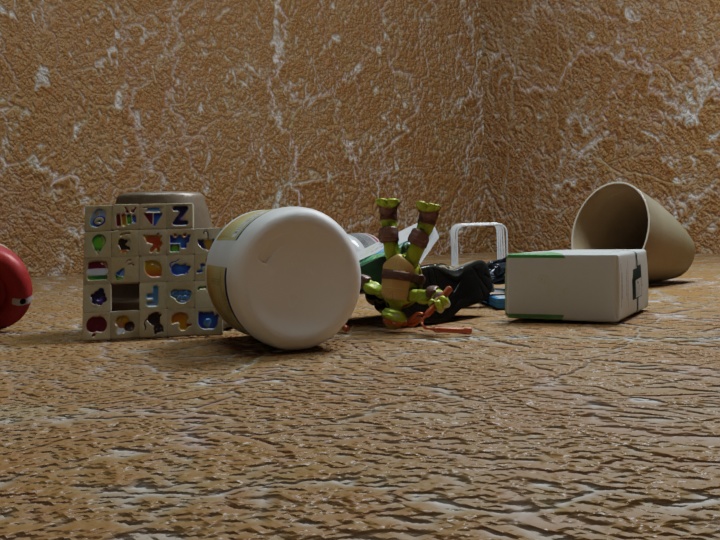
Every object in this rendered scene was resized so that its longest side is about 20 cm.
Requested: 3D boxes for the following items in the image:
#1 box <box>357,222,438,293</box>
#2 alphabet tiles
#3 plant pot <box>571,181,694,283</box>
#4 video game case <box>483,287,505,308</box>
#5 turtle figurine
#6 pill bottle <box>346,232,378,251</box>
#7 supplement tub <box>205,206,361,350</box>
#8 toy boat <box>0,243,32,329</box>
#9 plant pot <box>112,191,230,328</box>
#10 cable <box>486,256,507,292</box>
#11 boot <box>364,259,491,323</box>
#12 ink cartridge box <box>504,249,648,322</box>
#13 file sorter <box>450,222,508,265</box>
[{"bbox_3d":[0.000,0.000,1.228,0.198,0.037,0.144,-27,7,20],"label":"box"},{"bbox_3d":[-0.233,-0.002,1.124,0.196,0.170,0.008,-2,-18,-7],"label":"alphabet tiles"},{"bbox_3d":[0.536,-0.051,1.765,0.198,0.191,0.186,13,-6,-32],"label":"plant pot"},{"bbox_3d":[0.259,0.040,1.438,0.141,0.018,0.200,-3,3,-3],"label":"video game case"},{"bbox_3d":[0.056,0.001,1.095,0.198,0.164,0.064,8,-2,34],"label":"turtle figurine"},{"bbox_3d":[-0.025,-0.019,1.894,0.109,0.113,0.200,-1,3,19],"label":"pill bottle"},{"bbox_3d":[-0.093,0.005,1.022,0.142,0.147,0.200,-3,3,-19],"label":"supplement tub"},{"bbox_3d":[-0.514,0.039,1.181,0.198,0.132,0.131,-5,34,-38],"label":"toy boat"},{"bbox_3d":[-0.255,-0.012,1.216,0.197,0.178,0.200,-1,2,0],"label":"plant pot"},{"bbox_3d":[0.178,0.008,1.472,0.162,0.052,0.199,-20,4,-40],"label":"cable"},{"bbox_3d":[0.065,0.028,1.245,0.149,0.074,0.199,-6,7,43],"label":"boot"},{"bbox_3d":[0.287,0.016,1.218,0.144,0.085,0.199,0,2,26],"label":"ink cartridge box"},{"bbox_3d":[0.297,-0.057,2.357,0.136,0.127,0.200,-2,3,1],"label":"file sorter"}]
